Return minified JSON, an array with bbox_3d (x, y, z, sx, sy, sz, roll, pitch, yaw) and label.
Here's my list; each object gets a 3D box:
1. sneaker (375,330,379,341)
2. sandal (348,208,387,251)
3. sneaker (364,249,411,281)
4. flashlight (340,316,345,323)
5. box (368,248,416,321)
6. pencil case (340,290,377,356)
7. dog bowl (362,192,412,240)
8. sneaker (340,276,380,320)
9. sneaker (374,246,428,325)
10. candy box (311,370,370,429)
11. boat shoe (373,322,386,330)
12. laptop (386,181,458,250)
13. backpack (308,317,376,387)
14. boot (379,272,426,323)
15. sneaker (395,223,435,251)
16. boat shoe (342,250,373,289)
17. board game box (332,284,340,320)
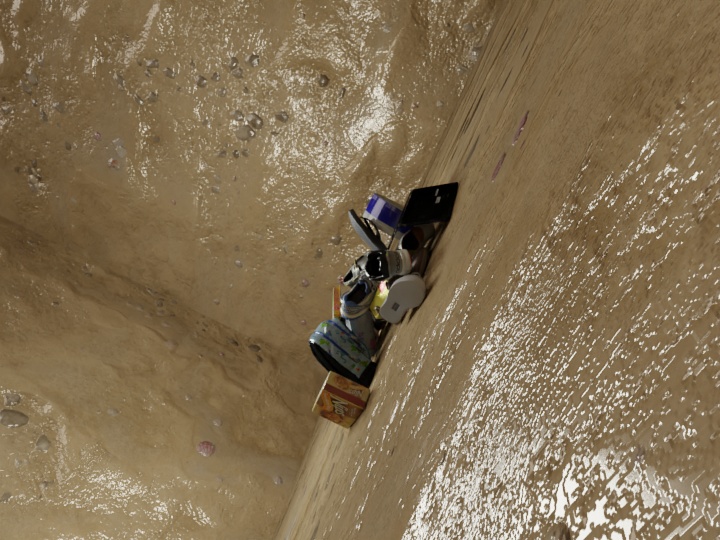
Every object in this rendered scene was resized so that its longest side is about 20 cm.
[{"bbox_3d":[0.044,0.170,1.764,0.203,0.074,0.104,-59,15,-8],"label":"sneaker"},{"bbox_3d":[0.037,-0.095,1.556,0.043,0.201,0.076,-39,-7,-12],"label":"sandal"},{"bbox_3d":[0.041,-0.012,1.297,0.199,0.085,0.076,169,97,-67],"label":"sneaker"},{"bbox_3d":[-0.035,0.246,1.707,0.067,0.066,0.207,-3,91,50],"label":"flashlight"},{"bbox_3d":[0.091,0.042,1.441,0.050,0.074,0.203,54,132,41],"label":"box"},{"bbox_3d":[-0.006,0.159,1.614,0.090,0.082,0.206,-30,-60,-44],"label":"pencil case"},{"bbox_3d":[0.109,-0.148,1.632,0.080,0.196,0.200,-61,1,11],"label":"dog bowl"},{"bbox_3d":[0.030,0.053,1.492,0.198,0.077,0.086,-38,-30,-20],"label":"sneaker"},{"bbox_3d":[0.100,0.029,1.346,0.070,0.074,0.205,-69,2,-86],"label":"sneaker"},{"bbox_3d":[-0.054,0.339,1.430,0.201,0.113,0.056,114,180,-57],"label":"candy box"},{"bbox_3d":[0.056,0.083,1.633,0.072,0.073,0.206,-78,-17,-65],"label":"boat shoe"},{"bbox_3d":[0.149,-0.120,1.378,0.179,0.194,0.105,-67,-37,-49],"label":"laptop"},{"bbox_3d":[-0.052,0.230,1.526,0.164,0.196,0.157,114,-178,-73],"label":"backpack"},{"bbox_3d":[0.103,0.036,1.197,0.097,0.073,0.200,-57,2,-29],"label":"boot"},{"bbox_3d":[0.122,-0.060,1.486,0.084,0.073,0.201,-31,-17,-35],"label":"sneaker"},{"bbox_3d":[0.000,0.000,1.580,0.202,0.059,0.073,122,163,-58],"label":"boat shoe"},{"bbox_3d":[-0.072,0.138,1.671,0.202,0.029,0.098,99,171,-53],"label":"board game box"}]
